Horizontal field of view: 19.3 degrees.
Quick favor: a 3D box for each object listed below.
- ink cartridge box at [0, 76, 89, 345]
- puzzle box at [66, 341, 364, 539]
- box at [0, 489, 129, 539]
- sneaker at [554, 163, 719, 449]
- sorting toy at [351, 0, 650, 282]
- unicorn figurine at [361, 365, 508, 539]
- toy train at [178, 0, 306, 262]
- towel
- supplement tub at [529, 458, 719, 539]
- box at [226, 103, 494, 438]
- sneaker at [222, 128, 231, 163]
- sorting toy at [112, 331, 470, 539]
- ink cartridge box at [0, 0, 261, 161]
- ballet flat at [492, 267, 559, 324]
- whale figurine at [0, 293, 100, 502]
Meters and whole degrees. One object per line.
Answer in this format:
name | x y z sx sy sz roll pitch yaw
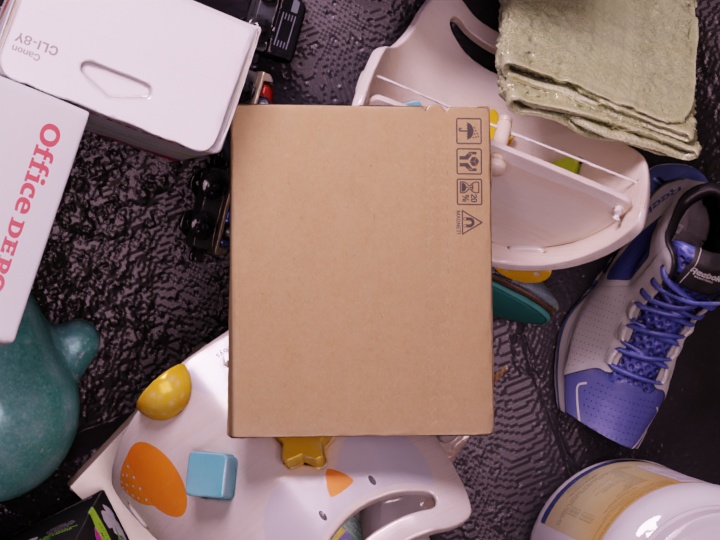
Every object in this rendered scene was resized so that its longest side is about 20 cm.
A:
ink cartridge box | -0.282 -0.051 1.220 0.199 0.144 0.146 22 77 -18
puzzle box | -0.082 0.164 1.420 0.133 0.025 0.200 -46 100 -9
box | -0.191 0.247 1.298 0.124 0.200 0.149 -26 97 5
sneaker | 0.201 0.020 1.435 0.080 0.115 0.201 22 87 -12
sorting toy | 0.090 -0.103 1.399 0.199 0.107 0.181 22 51 -7
unicorn figurine | 0.020 0.163 1.403 0.136 0.074 0.202 -4 98 -33
toy train | -0.076 -0.100 1.411 0.046 0.034 0.202 17 87 -25
towel | 0.156 -0.157 1.402 0.147 0.037 0.201 19 44 -12
supplement tub | 0.202 0.206 1.398 0.143 0.200 0.146 -1 93 -13
box | 0.000 0.000 1.279 0.162 0.021 0.202 0 87 -9
sneaker | -0.007 -0.036 1.333 0.078 0.066 0.200 -40 107 10
sorting toy | -0.030 0.121 1.320 0.199 0.107 0.180 -35 64 -17
ink cartridge box | -0.153 -0.130 1.304 0.144 0.200 0.084 20 87 -13
ballet flat | 0.047 -0.021 1.426 0.199 0.074 0.075 17 88 -16
whale figurine | -0.242 0.049 1.339 0.158 0.104 0.202 -1 94 -13
